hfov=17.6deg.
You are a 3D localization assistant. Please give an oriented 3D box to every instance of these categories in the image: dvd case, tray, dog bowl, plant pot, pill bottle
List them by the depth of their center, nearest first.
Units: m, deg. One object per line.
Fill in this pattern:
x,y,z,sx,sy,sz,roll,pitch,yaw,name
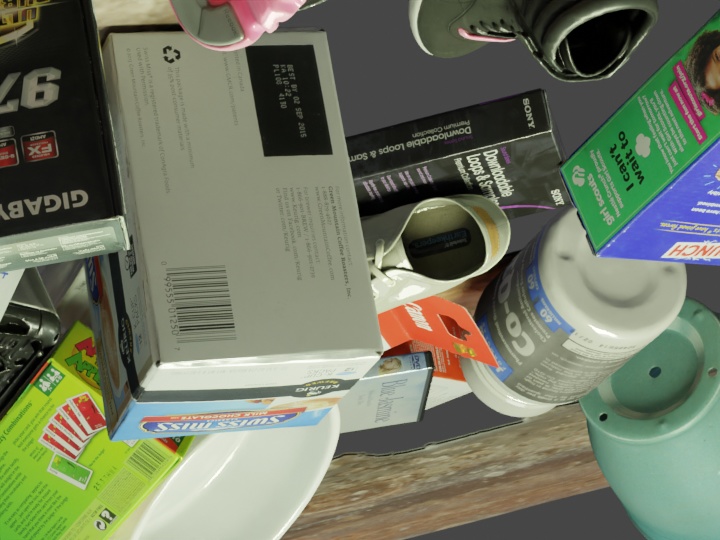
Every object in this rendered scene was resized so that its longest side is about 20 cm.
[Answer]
-0.158,0.015,1.555,0.107,0.022,0.200,27,151,-9,tray
-0.111,0.136,1.582,0.200,0.079,0.200,-38,152,-24,dog bowl
0.150,0.033,1.716,0.114,0.114,0.200,-4,159,-21,pill bottle
-0.046,0.104,1.761,0.200,0.018,0.143,-9,160,-5,dvd case
0.273,0.117,1.935,0.200,0.200,0.188,-19,144,21,plant pot

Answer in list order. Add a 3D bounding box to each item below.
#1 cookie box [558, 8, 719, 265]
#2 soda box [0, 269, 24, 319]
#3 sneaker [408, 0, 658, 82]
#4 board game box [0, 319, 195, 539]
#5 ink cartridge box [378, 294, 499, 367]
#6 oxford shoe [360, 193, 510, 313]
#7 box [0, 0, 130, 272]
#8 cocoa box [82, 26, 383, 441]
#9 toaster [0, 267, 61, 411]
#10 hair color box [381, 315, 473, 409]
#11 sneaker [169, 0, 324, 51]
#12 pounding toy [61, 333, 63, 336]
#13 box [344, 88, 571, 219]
0.252,-0.086,1.455,0.171,0.075,0.200,3,145,-36,cookie box
-0.220,-0.021,1.252,0.063,0.068,0.200,16,102,-53,soda box
0.088,-0.134,1.236,0.071,0.099,0.200,-3,160,-29,sneaker
-0.196,0.133,1.463,0.102,0.048,0.200,38,123,-7,board game box
-0.014,0.038,1.603,0.200,0.047,0.160,17,167,16,ink cartridge box
0.000,0.000,1.488,0.200,0.075,0.058,-19,-178,4,oxford shoe
-0.223,-0.072,1.143,0.200,0.159,0.046,-10,159,-3,box
-0.081,-0.019,1.308,0.133,0.200,0.131,-3,159,-20,cocoa box
-0.297,0.035,1.395,0.181,0.119,0.200,9,134,-42,toaster
-0.009,0.069,1.804,0.111,0.064,0.200,-23,159,35,hair color box
0.001,-0.175,1.143,0.200,0.079,0.095,-21,-179,27,sneaker
-0.235,0.152,1.700,0.142,0.200,0.184,-15,160,14,pounding toy
0.037,-0.057,1.519,0.200,0.036,0.143,-15,160,8,box
